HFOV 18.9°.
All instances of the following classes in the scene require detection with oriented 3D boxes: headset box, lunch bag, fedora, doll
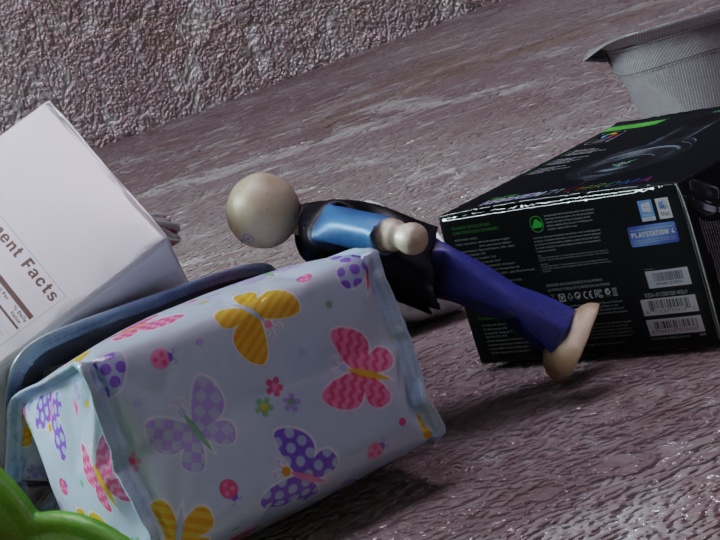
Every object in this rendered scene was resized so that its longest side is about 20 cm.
[{"bbox_3d":[0.178,-0.028,1.233,0.173,0.093,0.199,-7,14,45],"label":"headset box"},{"bbox_3d":[-0.082,0.070,1.083,0.169,0.128,0.200,-22,-1,-23],"label":"lunch bag"},{"bbox_3d":[0.277,-0.164,1.783,0.176,0.091,0.200,-16,4,5],"label":"fedora"},{"bbox_3d":[0.024,-0.004,1.127,0.199,0.049,0.136,23,-6,1],"label":"doll"}]

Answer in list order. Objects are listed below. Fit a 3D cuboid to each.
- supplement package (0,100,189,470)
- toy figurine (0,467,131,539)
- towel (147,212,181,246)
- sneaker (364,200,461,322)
[{"bbox_3d":[-0.198,0.033,1.151,0.200,0.120,0.121,-37,-28,-11],"label":"supplement package"},{"bbox_3d":[-0.200,0.170,0.854,0.199,0.151,0.184,11,34,17],"label":"toy figurine"},{"bbox_3d":[-0.202,0.049,1.382,0.200,0.030,0.146,-52,-10,19],"label":"towel"},{"bbox_3d":[0.000,0.000,1.460,0.080,0.071,0.200,-23,12,-13],"label":"sneaker"}]
